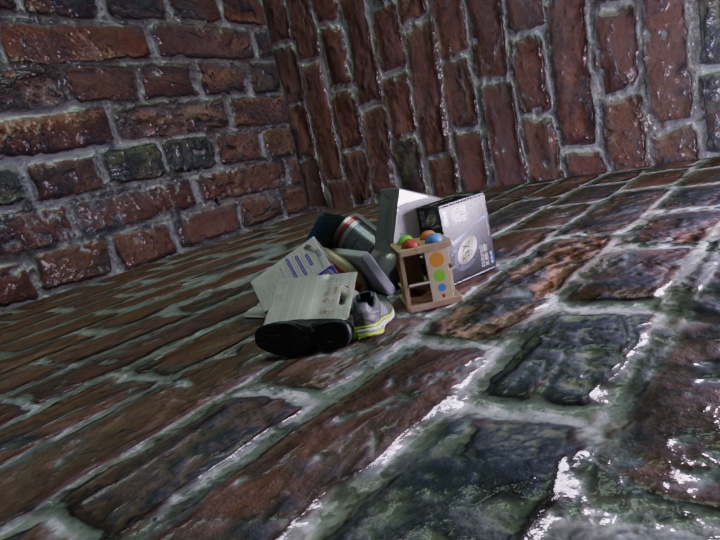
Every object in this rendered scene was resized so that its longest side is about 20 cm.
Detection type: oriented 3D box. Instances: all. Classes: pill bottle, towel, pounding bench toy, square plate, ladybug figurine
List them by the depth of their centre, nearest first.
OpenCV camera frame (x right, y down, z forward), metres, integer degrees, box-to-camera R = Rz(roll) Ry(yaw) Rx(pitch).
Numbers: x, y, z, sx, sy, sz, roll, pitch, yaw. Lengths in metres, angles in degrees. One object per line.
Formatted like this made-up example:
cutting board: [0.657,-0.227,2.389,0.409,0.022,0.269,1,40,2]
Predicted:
pounding bench toy: [0.140,-0.012,1.374,0.123,0.157,0.200,-13,11,-3]
ladybug figurine: [-0.063,0.012,1.545,0.072,0.136,0.199,-46,49,-16]
square plate: [-0.180,0.082,1.581,0.199,0.029,0.198,-3,14,37]
pill bottle: [0.031,-0.053,1.599,0.200,0.120,0.119,40,40,26]
towel: [-0.112,-0.069,1.613,0.022,0.201,0.146,42,21,25]

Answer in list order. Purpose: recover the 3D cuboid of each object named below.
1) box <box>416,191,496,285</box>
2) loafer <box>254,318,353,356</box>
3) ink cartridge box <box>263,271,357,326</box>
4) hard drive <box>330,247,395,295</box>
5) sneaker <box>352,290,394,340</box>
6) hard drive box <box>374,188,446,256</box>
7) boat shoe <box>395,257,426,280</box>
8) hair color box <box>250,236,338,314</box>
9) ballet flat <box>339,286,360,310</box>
box: [0.242,-0.081,1.485,0.163,0.202,0.086,-19,13,-33]
loafer: [-0.111,0.131,1.192,0.198,0.074,0.072,-1,4,8]
ink cartridge box: [-0.106,0.078,1.329,0.198,0.050,0.162,-5,39,13]
hard drive: [0.000,0.000,1.541,0.027,0.132,0.200,-45,22,-17]
sneaker: [0.026,0.077,1.250,0.073,0.082,0.200,-10,12,11]
hard drive box: [0.140,-0.116,1.511,0.199,0.157,0.077,7,0,-38]
boat shoe: [0.164,-0.002,1.547,0.074,0.063,0.199,6,5,43]
hair color box: [-0.163,0.021,1.471,0.199,0.065,0.110,-36,54,4]
ballet flat: [-0.061,0.072,1.405,0.199,0.073,0.072,-12,11,-2]
